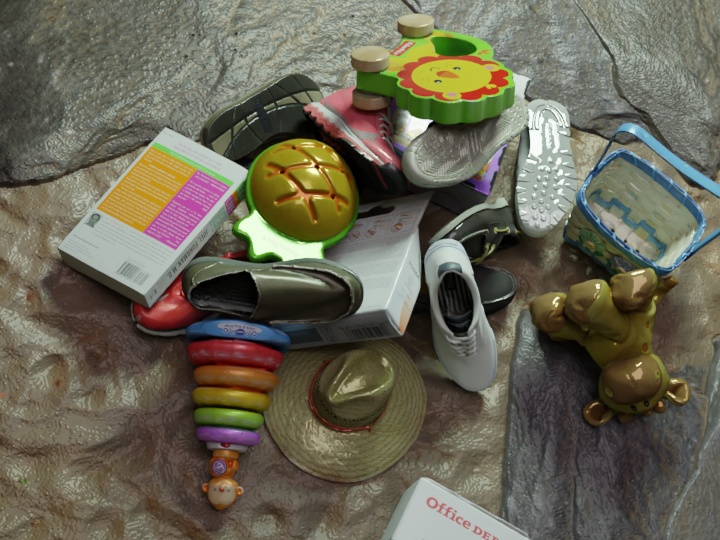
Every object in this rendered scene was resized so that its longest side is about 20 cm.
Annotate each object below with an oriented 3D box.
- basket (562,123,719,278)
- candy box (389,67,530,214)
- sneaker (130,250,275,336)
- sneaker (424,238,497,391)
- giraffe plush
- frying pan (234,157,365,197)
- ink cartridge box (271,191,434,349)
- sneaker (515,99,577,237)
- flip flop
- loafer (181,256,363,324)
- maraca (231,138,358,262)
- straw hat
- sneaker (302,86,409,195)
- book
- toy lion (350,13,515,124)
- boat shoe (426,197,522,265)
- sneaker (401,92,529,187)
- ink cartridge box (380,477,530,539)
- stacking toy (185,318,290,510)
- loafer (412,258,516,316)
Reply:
[{"bbox_3d":[0.357,-0.075,1.427,0.176,0.200,0.139,38,54,8],"label":"basket"},{"bbox_3d":[0.111,-0.193,1.490,0.167,0.072,0.201,25,62,-3],"label":"candy box"},{"bbox_3d":[-0.168,0.011,1.308,0.199,0.085,0.077,-19,70,-23],"label":"sneaker"},{"bbox_3d":[0.111,0.065,1.314,0.073,0.201,0.071,-14,28,11],"label":"sneaker"},{"bbox_3d":[0.312,0.100,1.383,0.199,0.172,0.163,4,71,-52],"label":"giraffe plush"},{"bbox_3d":[-0.086,-0.105,1.412,0.188,0.031,0.116,-9,58,-6],"label":"frying pan"},{"bbox_3d":[0.000,0.000,1.336,0.050,0.161,0.201,58,39,-31],"label":"ink cartridge box"},{"bbox_3d":[0.233,-0.121,1.480,0.076,0.081,0.201,14,60,-4],"label":"sneaker"},{"bbox_3d":[-0.123,-0.187,1.426,0.199,0.057,0.082,-31,107,-34],"label":"flip flop"},{"bbox_3d":[-0.096,0.029,1.217,0.198,0.070,0.076,1,108,2],"label":"loafer"},{"bbox_3d":[-0.072,-0.073,1.312,0.136,0.107,0.201,23,49,-4],"label":"maraca"},{"bbox_3d":[-0.008,0.133,1.295,0.199,0.085,0.202,6,64,-13],"label":"straw hat"},{"bbox_3d":[0.009,-0.166,1.366,0.087,0.074,0.200,-37,47,-9],"label":"sneaker"},{"bbox_3d":[-0.232,-0.062,1.320,0.133,0.048,0.200,25,60,25],"label":"book"},{"bbox_3d":[0.098,-0.232,1.354,0.190,0.069,0.200,15,36,23],"label":"toy lion"},{"bbox_3d":[0.145,-0.042,1.388,0.061,0.072,0.201,58,30,6],"label":"boat shoe"},{"bbox_3d":[0.104,-0.143,1.361,0.200,0.111,0.077,-37,98,-34],"label":"sneaker"},{"bbox_3d":[0.076,0.347,1.219,0.144,0.084,0.201,30,62,-1],"label":"ink cartridge box"},{"bbox_3d":[-0.143,0.158,1.250,0.115,0.110,0.202,7,77,-5],"label":"stacking toy"},{"bbox_3d":[0.103,0.019,1.387,0.198,0.072,0.073,-3,66,-17],"label":"loafer"}]
